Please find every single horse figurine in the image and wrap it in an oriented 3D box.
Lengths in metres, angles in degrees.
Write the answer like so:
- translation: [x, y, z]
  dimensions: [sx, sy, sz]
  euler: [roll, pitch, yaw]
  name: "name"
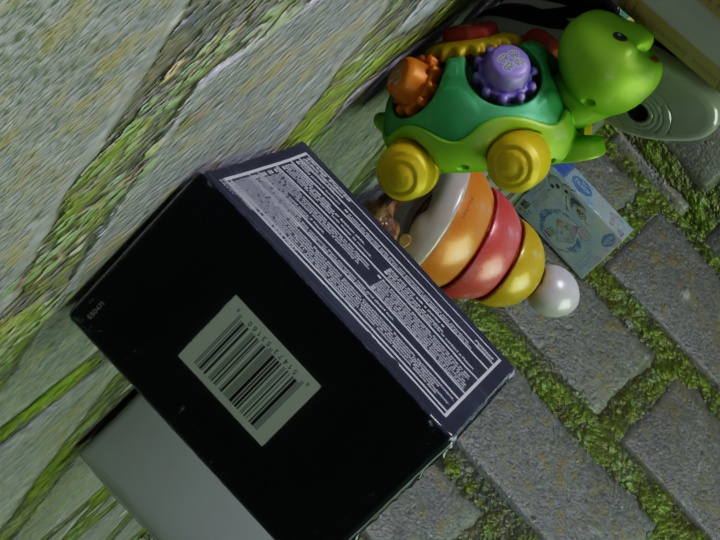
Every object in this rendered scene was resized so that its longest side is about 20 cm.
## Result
- translation: [0.000, 0.000, 1.779]
  dimensions: [0.201, 0.050, 0.132]
  euler: [-64, -168, -5]
  name: "horse figurine"

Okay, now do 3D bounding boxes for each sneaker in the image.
- translation: [0.176, -0.161, 1.401]
  dimensions: [0.112, 0.199, 0.074]
  euler: [-47, 144, -36]
  name: "sneaker"

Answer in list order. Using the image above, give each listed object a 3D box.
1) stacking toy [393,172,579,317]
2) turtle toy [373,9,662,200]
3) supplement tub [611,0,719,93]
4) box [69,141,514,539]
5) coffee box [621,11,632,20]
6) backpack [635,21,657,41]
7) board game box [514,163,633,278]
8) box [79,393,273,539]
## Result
- translation: [0.122, -0.011, 1.915]
  dimensions: [0.146, 0.199, 0.147]
  euler: [-49, -160, 25]
  name: "stacking toy"
- translation: [0.099, -0.112, 1.325]
  dimensions: [0.198, 0.102, 0.146]
  euler: [-4, -167, 22]
  name: "turtle toy"
- translation: [0.242, -0.196, 1.296]
  dimensions: [0.145, 0.200, 0.145]
  euler: [-47, 172, -9]
  name: "supplement tub"
- translation: [-0.032, 0.044, 1.178]
  dimensions: [0.123, 0.200, 0.198]
  euler: [-44, 175, 17]
  name: "box"
- translation: [0.183, -0.192, 1.942]
  dimensions: [0.200, 0.044, 0.123]
  euler: [-46, 175, 29]
  name: "coffee box"
- translation: [0.272, -0.229, 1.500]
  dimensions: [0.168, 0.125, 0.201]
  euler: [82, 29, -51]
  name: "backpack"
- translation: [0.412, -0.102, 3.973]
  dimensions: [0.043, 0.199, 0.200]
  euler: [-40, 176, -28]
  name: "board game box"
- translation: [-0.096, 0.160, 1.738]
  dimensions: [0.171, 0.200, 0.199]
  euler: [-45, 176, 5]
  name: "box"
